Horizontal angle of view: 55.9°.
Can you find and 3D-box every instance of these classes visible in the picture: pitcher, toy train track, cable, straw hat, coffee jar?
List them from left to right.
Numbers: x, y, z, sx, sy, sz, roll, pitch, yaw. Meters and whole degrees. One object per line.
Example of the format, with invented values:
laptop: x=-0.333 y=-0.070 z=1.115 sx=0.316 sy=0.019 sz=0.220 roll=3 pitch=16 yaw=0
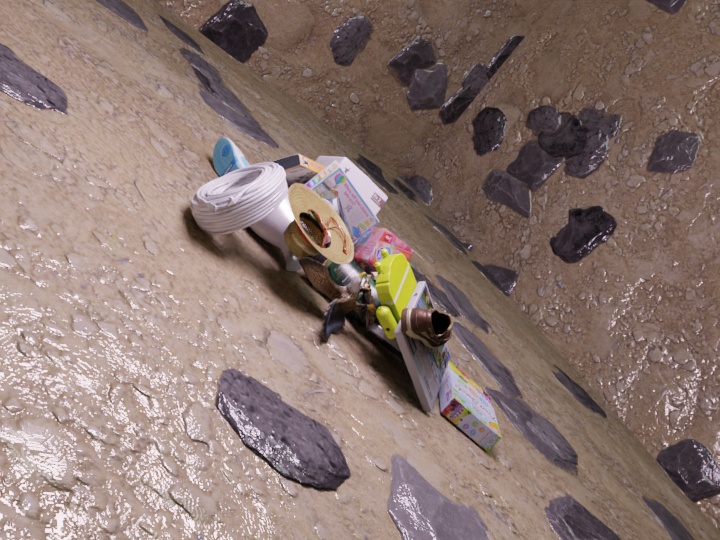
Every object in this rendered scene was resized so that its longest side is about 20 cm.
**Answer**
cable: x=-0.232 y=-0.144 z=1.317 sx=0.198 sy=0.199 sz=0.070 roll=14 pitch=-49 yaw=52
pitcher: x=-0.160 y=-0.127 z=1.495 sx=0.200 sy=0.172 sz=0.121 roll=48 pitch=7 yaw=22
straw hat: x=-0.105 y=-0.070 z=1.371 sx=0.201 sy=0.084 sz=0.203 roll=43 pitch=27 yaw=-28
coffee jar: x=-0.032 y=0.028 z=1.528 sx=0.200 sy=0.085 sz=0.104 roll=43 pitch=-17 yaw=5
toy train track: x=0.000 y=0.000 z=1.645 sx=0.113 sy=0.033 sz=0.199 roll=1 pitch=4 yaw=-26

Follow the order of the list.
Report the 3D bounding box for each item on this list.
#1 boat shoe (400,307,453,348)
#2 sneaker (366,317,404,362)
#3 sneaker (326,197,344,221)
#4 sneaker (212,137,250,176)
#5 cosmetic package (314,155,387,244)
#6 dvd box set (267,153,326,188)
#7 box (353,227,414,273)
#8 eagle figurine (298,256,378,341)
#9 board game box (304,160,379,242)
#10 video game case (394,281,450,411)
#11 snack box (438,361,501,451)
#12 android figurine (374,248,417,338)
boat shoe: x=0.154 y=0.116 z=1.368 sx=0.201 sy=0.074 sz=0.076 roll=17 pitch=68 yaw=-61
sneaker: x=0.133 y=0.141 z=1.527 sx=0.202 sy=0.147 sz=0.077 roll=41 pitch=-15 yaw=-5
sneaker: x=-0.072 y=-0.082 z=1.585 sx=0.071 sy=0.080 sz=0.203 roll=-98 pitch=179 yaw=-50
sneaker: x=-0.283 y=-0.237 z=1.686 sx=0.130 sy=0.079 sz=0.202 roll=15 pitch=40 yaw=-56
cosmetic package: x=-0.065 y=-0.187 z=1.800 sx=0.164 sy=0.166 sz=0.199 roll=39 pitch=-6 yaw=-24
dvd box set: x=-0.161 y=-0.223 z=1.603 sx=0.199 sy=0.144 sz=0.030 roll=8 pitch=69 yaw=-67
box: x=0.039 y=-0.045 z=1.735 sx=0.102 sy=0.096 sz=0.199 roll=36 pitch=-8 yaw=-19
eagle figurine: x=-0.044 y=0.053 z=1.366 sx=0.198 sy=0.154 sz=0.150 roll=1 pitch=15 yaw=-45
board game box: x=-0.057 y=-0.146 z=1.615 sx=0.201 sy=0.133 sz=0.034 roll=51 pitch=5 yaw=-41
video game case: x=0.134 y=0.157 z=1.424 sx=0.203 sy=0.022 sz=0.183 roll=68 pitch=30 yaw=-25
snack box: x=0.243 y=0.304 z=1.549 sx=0.142 sy=0.053 sz=0.200 roll=39 pitch=15 yaw=-7
android figurine: x=0.078 y=0.051 z=1.405 sx=0.202 sy=0.040 sz=0.183 roll=63 pitch=33 yaw=-30
